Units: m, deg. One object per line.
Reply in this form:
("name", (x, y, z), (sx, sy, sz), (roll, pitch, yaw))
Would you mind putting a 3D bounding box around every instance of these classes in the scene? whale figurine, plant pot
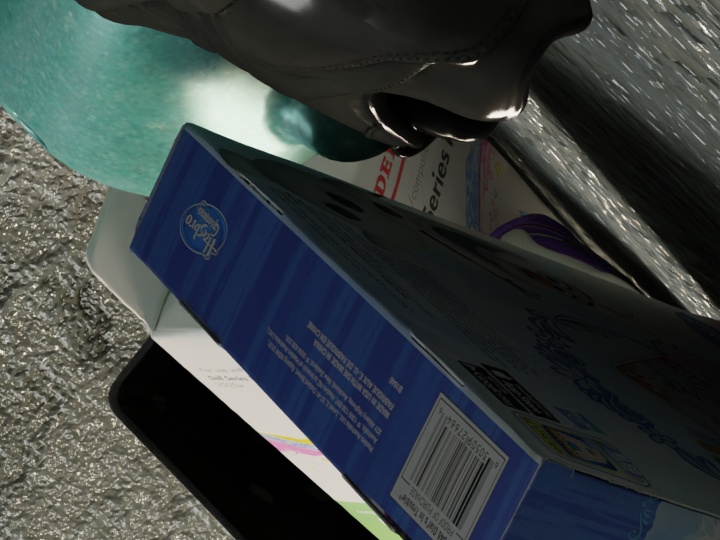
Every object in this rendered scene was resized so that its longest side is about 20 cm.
("whale figurine", (-0.059, -0.078, 0.805), (0.159, 0.104, 0.200), (45, 179, 0))
("plant pot", (0.025, 0.064, 1.593), (0.199, 0.200, 0.177), (43, -168, 21))

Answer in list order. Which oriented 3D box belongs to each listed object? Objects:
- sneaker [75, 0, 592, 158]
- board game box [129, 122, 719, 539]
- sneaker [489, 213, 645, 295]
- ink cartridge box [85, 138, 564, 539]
("sneaker", (-0.011, -0.061, 0.580), (0.091, 0.076, 0.200), (36, -176, -12))
("board game box", (0.065, 0.044, 0.762), (0.198, 0.044, 0.200), (19, -166, -33))
("sneaker", (0.107, 0.052, 1.042), (0.200, 0.080, 0.084), (53, -169, -34))
("ink cartridge box", (0.000, 0.000, 1.022), (0.067, 0.118, 0.200), (-2, 149, 35))
